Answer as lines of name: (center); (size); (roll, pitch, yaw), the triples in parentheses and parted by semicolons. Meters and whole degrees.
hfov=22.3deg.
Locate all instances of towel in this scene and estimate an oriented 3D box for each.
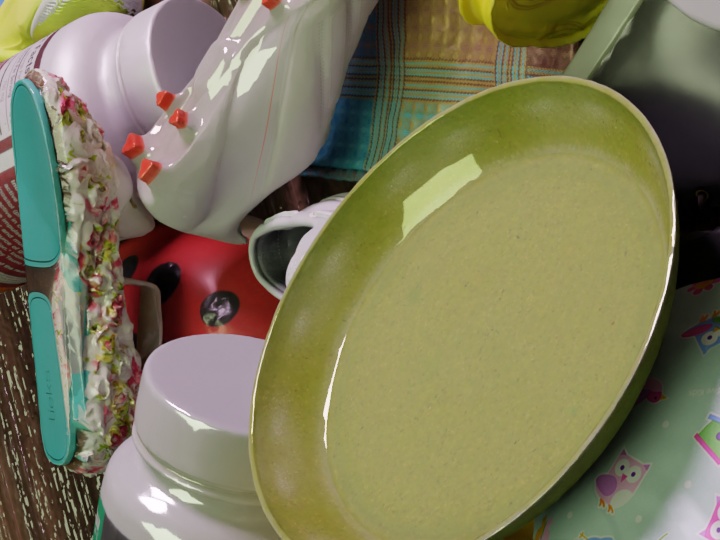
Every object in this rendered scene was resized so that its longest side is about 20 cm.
towel: (0.027, -0.112, 0.850); (0.199, 0.022, 0.148); (8, 101, 47)

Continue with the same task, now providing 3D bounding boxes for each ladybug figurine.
ladybug figurine: (-0.087, 0.037, 0.951); (0.199, 0.072, 0.137); (-1, 93, 47)

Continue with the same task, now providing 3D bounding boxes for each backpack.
backpack: (0.134, 0.083, 0.635); (0.167, 0.126, 0.201); (-26, 44, 50)

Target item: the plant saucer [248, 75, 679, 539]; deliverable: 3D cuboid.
plant saucer: (0.039, 0.022, 0.663); (0.200, 0.031, 0.201); (-30, 42, 31)

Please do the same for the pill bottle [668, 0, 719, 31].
pill bottle: (0.176, -0.111, 0.556); (0.111, 0.199, 0.112); (6, 98, 46)

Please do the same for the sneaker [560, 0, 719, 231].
sneaker: (0.121, -0.032, 0.716); (0.106, 0.075, 0.201); (47, 130, 30)

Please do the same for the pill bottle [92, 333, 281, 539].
pill bottle: (-0.067, 0.138, 0.826); (0.113, 0.113, 0.201); (33, 119, 40)

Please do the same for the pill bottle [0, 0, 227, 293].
pill bottle: (-0.152, -0.067, 0.970); (0.199, 0.113, 0.114); (-22, 78, 34)

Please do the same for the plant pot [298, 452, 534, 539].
plant pot: (0.046, 0.188, 0.751); (0.201, 0.200, 0.189); (57, 147, 27)

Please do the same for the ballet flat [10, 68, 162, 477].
ballet flat: (-0.130, 0.000, 0.890); (0.076, 0.064, 0.201); (16, 113, 57)

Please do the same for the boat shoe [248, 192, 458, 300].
boat shoe: (0.000, 0.000, 0.806); (0.200, 0.068, 0.072); (-146, 46, -65)

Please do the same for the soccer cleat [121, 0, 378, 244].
soccer cleat: (-0.032, -0.100, 0.858); (0.200, 0.077, 0.069); (-51, 36, 15)

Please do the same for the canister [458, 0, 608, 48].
canister: (0.050, -0.210, 0.730); (0.200, 0.086, 0.149); (54, 131, 29)

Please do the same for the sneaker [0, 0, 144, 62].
sneaker: (-0.182, -0.149, 1.051); (0.200, 0.075, 0.106); (-32, 52, 45)
